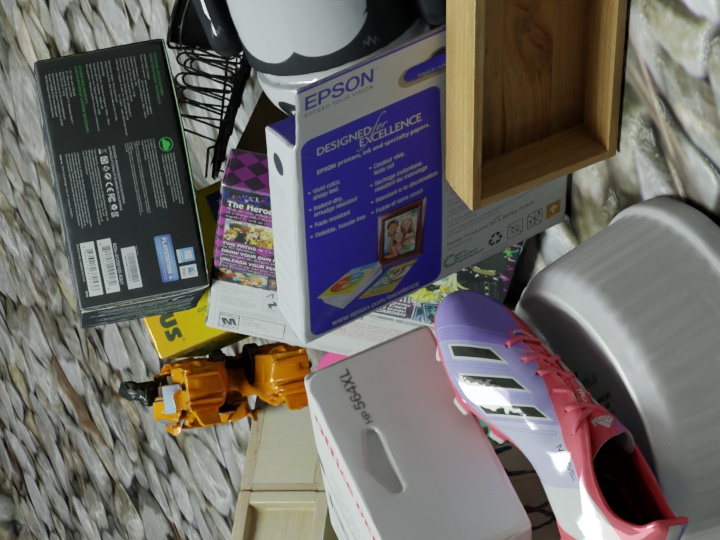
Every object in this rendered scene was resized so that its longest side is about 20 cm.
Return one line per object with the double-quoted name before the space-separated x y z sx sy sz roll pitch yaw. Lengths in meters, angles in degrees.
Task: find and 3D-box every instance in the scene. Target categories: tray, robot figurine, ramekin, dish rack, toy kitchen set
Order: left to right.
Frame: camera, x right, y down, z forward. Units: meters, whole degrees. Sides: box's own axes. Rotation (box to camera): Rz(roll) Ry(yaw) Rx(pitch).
"robot figurine" -0.108 0.092 1.876 0.200 0.144 0.059 157 103 -74
"dish rack" -0.101 -0.171 1.760 0.200 0.054 0.154 101 -176 -56
"robot figurine" -0.029 -0.189 1.546 0.150 0.124 0.201 29 144 57
"toy kitchen set" 0.007 0.218 1.981 0.200 0.162 0.181 64 -150 -54
"tray" 0.096 -0.132 1.333 0.037 0.098 0.201 52 155 39
"ramekin" 0.165 0.069 1.375 0.203 0.094 0.203 52 155 36

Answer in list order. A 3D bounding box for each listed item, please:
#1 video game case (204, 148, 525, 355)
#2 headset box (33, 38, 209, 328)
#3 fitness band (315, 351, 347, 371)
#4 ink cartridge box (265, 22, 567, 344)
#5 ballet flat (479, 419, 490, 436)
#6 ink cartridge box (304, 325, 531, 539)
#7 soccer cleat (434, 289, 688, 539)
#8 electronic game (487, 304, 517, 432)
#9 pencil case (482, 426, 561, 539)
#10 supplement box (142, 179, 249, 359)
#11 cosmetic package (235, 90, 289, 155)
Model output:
"video game case" 0.000 0.000 1.612 0.182 0.199 0.036 101 180 -58
"headset box" -0.169 -0.055 1.698 0.200 0.092 0.175 139 120 -81
"fitness band" 0.020 0.145 1.735 0.201 0.037 0.144 61 160 24
"ink cartridge box" 0.038 -0.074 1.404 0.043 0.197 0.201 48 151 36
"ballet flat" 0.106 0.167 1.702 0.065 0.070 0.201 0 -110 -82
"ink cartridge box" 0.038 0.148 1.421 0.200 0.084 0.146 83 162 -60
"soccer cleat" 0.110 0.082 1.315 0.201 0.066 0.077 60 140 23
"electronic game" 0.136 0.116 1.568 0.200 0.041 0.201 50 153 36
"pencil case" 0.126 0.189 1.524 0.089 0.078 0.201 -1 119 38
"supplement box" -0.112 0.000 1.893 0.200 0.109 0.109 18 -131 -84
"cosmetic package" -0.025 -0.089 1.733 0.106 0.071 0.200 63 160 13
